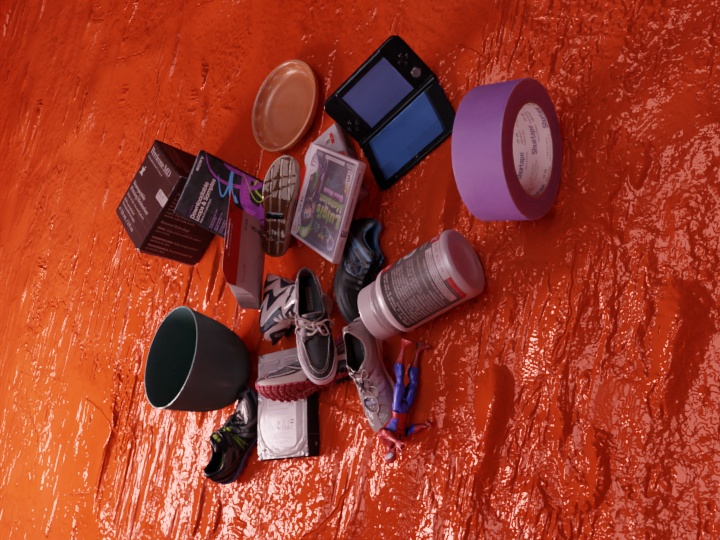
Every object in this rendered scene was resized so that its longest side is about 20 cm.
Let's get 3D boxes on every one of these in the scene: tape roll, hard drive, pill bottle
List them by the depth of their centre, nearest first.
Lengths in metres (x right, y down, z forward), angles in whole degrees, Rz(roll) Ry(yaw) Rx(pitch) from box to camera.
[{"bbox_3d":[0.221,-0.176,1.074,0.083,0.198,0.206,1,79,40],"label":"tape roll"},{"bbox_3d":[0.096,0.029,1.188,0.198,0.113,0.116,-31,60,30],"label":"pill bottle"},{"bbox_3d":[-0.141,0.256,1.388,0.137,0.037,0.206,-15,69,37],"label":"hard drive"}]

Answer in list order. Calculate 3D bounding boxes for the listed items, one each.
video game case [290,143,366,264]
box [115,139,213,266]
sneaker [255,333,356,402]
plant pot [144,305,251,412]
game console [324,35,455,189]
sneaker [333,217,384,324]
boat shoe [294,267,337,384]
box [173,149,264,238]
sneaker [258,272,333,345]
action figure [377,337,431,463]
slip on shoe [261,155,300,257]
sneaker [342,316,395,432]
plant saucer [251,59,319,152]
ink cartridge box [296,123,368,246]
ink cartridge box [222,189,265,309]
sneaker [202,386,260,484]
[{"bbox_3d":[-0.065,-0.130,1.352,0.199,0.023,0.187,33,111,56],"label":"video game case"},{"bbox_3d":[-0.424,-0.151,1.652,0.202,0.162,0.166,-55,51,15],"label":"box"},{"bbox_3d":[-0.097,0.181,1.315,0.195,0.081,0.076,-18,57,-1],"label":"sneaker"},{"bbox_3d":[-0.318,0.192,1.464,0.198,0.159,0.206,-24,56,41],"label":"plant pot"},{"bbox_3d":[0.051,-0.284,1.311,0.199,0.170,0.120,-38,30,26],"label":"game console"},{"bbox_3d":[0.000,0.000,1.306,0.080,0.072,0.206,-14,71,36],"label":"sneaker"},{"bbox_3d":[-0.081,0.094,1.263,0.071,0.068,0.205,-5,69,-1],"label":"boat shoe"},{"bbox_3d":[-0.278,-0.144,1.527,0.196,0.036,0.146,26,98,-2],"label":"box"},{"bbox_3d":[-0.134,0.092,1.396,0.197,0.079,0.133,20,94,42],"label":"sneaker"},{"bbox_3d":[0.082,0.221,1.177,0.098,0.064,0.205,13,88,58],"label":"action figure"},{"bbox_3d":[-0.157,-0.130,1.463,0.074,0.061,0.206,7,98,12],"label":"slip on shoe"},{"bbox_3d":[0.006,0.183,1.233,0.074,0.081,0.205,-21,82,34],"label":"sneaker"},{"bbox_3d":[-0.157,-0.350,1.557,0.197,0.037,0.206,-12,71,39],"label":"plant saucer"},{"bbox_3d":[-0.086,-0.170,1.441,0.198,0.050,0.165,-33,59,27],"label":"ink cartridge box"},{"bbox_3d":[-0.222,-0.036,1.399,0.046,0.201,0.164,1,66,2],"label":"ink cartridge box"},{"bbox_3d":[-0.254,0.331,1.435,0.070,0.082,0.204,28,96,46],"label":"sneaker"}]
